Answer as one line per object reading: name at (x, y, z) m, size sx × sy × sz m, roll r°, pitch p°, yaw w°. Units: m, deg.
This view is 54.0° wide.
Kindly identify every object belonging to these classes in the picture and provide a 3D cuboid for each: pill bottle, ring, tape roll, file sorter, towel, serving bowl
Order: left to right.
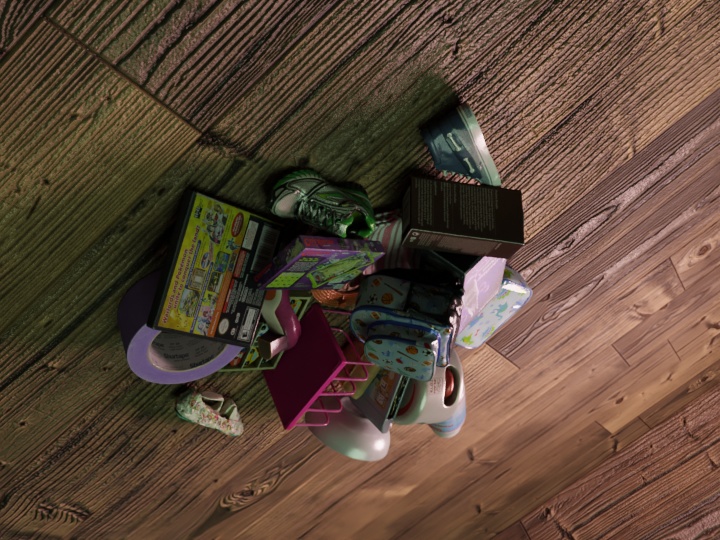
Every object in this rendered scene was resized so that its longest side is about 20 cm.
tape roll at (-0.287, 0.089, 1.149) m, size 0.197 × 0.086 × 0.202 m, roll -18°, pitch 141°, yaw -15°
file sorter at (-0.072, 0.190, 1.367) m, size 0.124 × 0.140 × 0.201 m, roll 11°, pitch 128°, yaw -43°
serving bowl at (-0.019, 0.325, 1.529) m, size 0.198 × 0.199 × 0.067 m, roll 13°, pitch 107°, yaw -42°
ring at (0.000, 0.000, 1.294) m, size 0.197 × 0.019 × 0.202 m, roll -19°, pitch 143°, yaw -15°
towel at (0.073, -0.047, 1.252) m, size 0.197 × 0.030 × 0.148 m, roll -16°, pitch 139°, yaw -25°
pill bottle at (0.207, 0.335, 1.750) m, size 0.107 × 0.110 × 0.202 m, roll -23°, pitch 143°, yaw -8°

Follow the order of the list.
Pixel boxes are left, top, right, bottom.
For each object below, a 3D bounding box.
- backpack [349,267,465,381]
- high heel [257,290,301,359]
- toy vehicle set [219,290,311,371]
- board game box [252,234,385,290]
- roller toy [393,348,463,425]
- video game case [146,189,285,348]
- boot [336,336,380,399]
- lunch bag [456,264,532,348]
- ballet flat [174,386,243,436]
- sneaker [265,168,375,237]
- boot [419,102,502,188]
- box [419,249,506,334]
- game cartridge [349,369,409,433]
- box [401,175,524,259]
backpack at (0.074, 0.095, 1.237) m, size 0.202 × 0.187 × 0.155 m, roll 89°, pitch 25°, yaw -53°
high heel at (-0.135, 0.049, 1.205) m, size 0.096 × 0.067 × 0.203 m, roll -34°, pitch 141°, yaw -50°
toy vehicle set at (-0.182, 0.109, 1.290) m, size 0.122 × 0.027 × 0.202 m, roll 1°, pitch 134°, yaw -34°
board game box at (-0.062, -0.009, 1.122) m, size 0.119 × 0.033 × 0.198 m, roll -33°, pitch 159°, yaw 32°
roller toy at (0.119, 0.232, 1.507) m, size 0.138 × 0.184 × 0.201 m, roll 3°, pitch 133°, yaw -35°
video game case at (-0.211, 0.003, 1.058) m, size 0.179 × 0.025 × 0.204 m, roll 19°, pitch 87°, yaw -46°
boot at (0.035, 0.189, 1.399) m, size 0.065 × 0.177 × 0.201 m, roll 5°, pitch 135°, yaw -37°
lunch bag at (0.258, 0.074, 1.501) m, size 0.159 × 0.083 × 0.200 m, roll 19°, pitch 122°, yaw -45°
ballet flat at (-0.281, 0.277, 1.388) m, size 0.064 × 0.076 × 0.200 m, roll -49°, pitch 145°, yaw 1°
sneaker at (-0.054, -0.098, 1.087) m, size 0.197 × 0.086 × 0.079 m, roll 3°, pitch 133°, yaw -36°
boot at (0.167, -0.183, 1.161) m, size 0.089 × 0.074 × 0.201 m, roll -26°, pitch 137°, yaw 10°
box at (0.189, -0.002, 1.306) m, size 0.148 × 0.104 × 0.202 m, roll -42°, pitch 151°, yaw -25°
game cartridge at (0.041, 0.217, 1.464) m, size 0.041 × 0.133 × 0.203 m, roll -6°, pitch 122°, yaw -45°
box at (0.168, -0.087, 1.175) m, size 0.196 × 0.102 × 0.075 m, roll 7°, pitch 158°, yaw -9°
